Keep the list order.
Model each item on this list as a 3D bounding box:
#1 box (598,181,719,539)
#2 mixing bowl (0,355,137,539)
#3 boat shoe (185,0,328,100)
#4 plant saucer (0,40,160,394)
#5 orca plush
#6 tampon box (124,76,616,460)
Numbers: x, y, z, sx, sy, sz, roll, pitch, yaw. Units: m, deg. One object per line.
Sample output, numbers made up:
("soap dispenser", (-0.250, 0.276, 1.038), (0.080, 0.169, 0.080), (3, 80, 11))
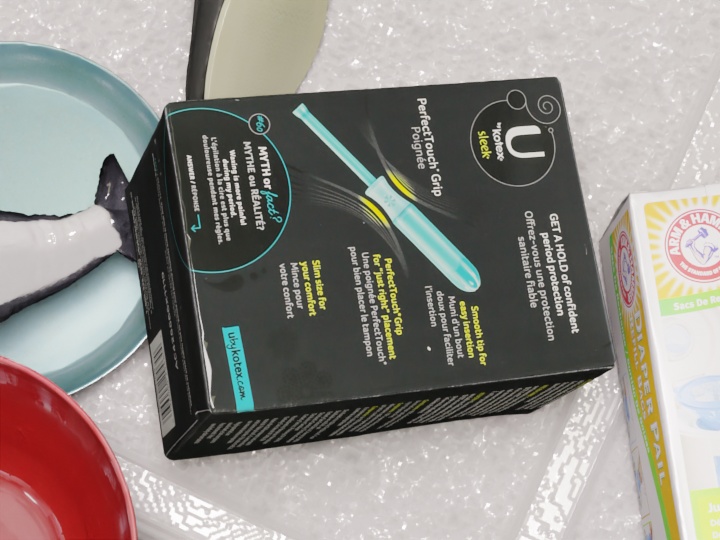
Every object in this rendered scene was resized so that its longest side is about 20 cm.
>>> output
("box", (0.193, 0.060, 0.935), (0.112, 0.101, 0.201), (-6, 77, -3))
("mixing bowl", (-0.202, 0.143, 0.905), (0.200, 0.108, 0.201), (0, 77, 0))
("boat shoe", (-0.056, -0.167, 1.006), (0.063, 0.074, 0.202), (11, 86, 38))
("plant saucer", (-0.189, -0.023, 0.986), (0.200, 0.027, 0.201), (0, 78, -1))
("orca plush", (-0.212, -0.015, 0.936), (0.200, 0.071, 0.105), (-29, 123, -23))
("tampon box", (0.000, 0.000, 0.913), (0.199, 0.126, 0.150), (-5, 77, -17))
